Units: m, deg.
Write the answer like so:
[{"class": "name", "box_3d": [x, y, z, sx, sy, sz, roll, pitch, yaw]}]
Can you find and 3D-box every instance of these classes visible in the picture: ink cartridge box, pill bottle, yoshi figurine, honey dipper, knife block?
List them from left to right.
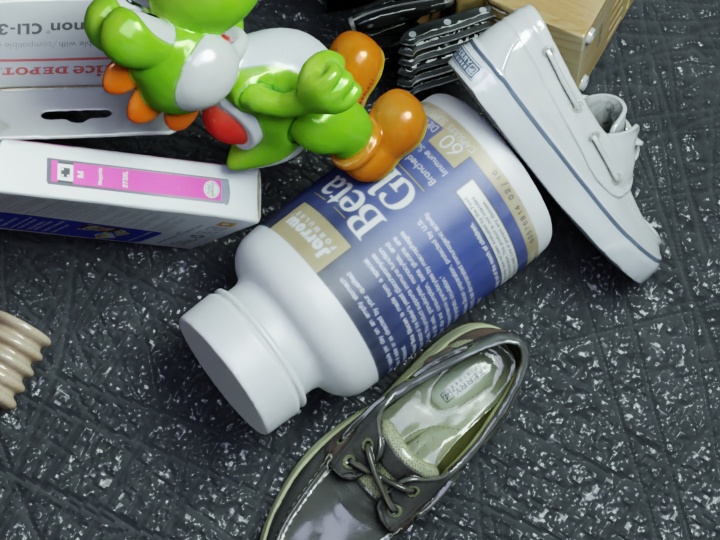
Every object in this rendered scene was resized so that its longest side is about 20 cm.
[{"class": "honey dipper", "box_3d": [-0.235, 0.118, 1.594, 0.038, 0.038, 0.201, 28, 81, -3]}, {"class": "ink cartridge box", "box_3d": [-0.163, -0.042, 1.569, 0.199, 0.095, 0.037, 4, 80, -28]}, {"class": "ink cartridge box", "box_3d": [-0.162, -0.160, 1.579, 0.116, 0.068, 0.200, -3, 45, -9]}, {"class": "yoshi figurine", "box_3d": [-0.051, -0.123, 1.511, 0.200, 0.112, 0.113, 18, 69, -43]}, {"class": "pill bottle", "box_3d": [0.000, 0.000, 1.607, 0.200, 0.111, 0.111, -38, 88, -12]}, {"class": "knife block", "box_3d": [0.071, -0.183, 1.666, 0.175, 0.064, 0.200, 25, 61, 12]}]

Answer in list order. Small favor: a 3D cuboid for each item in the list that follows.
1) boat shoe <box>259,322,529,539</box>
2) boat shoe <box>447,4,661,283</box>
[{"class": "boat shoe", "box_3d": [0.020, 0.104, 1.617, 0.072, 0.066, 0.201, 45, 78, 0]}, {"class": "boat shoe", "box_3d": [0.127, -0.069, 1.613, 0.065, 0.074, 0.200, -39, 131, 4]}]
